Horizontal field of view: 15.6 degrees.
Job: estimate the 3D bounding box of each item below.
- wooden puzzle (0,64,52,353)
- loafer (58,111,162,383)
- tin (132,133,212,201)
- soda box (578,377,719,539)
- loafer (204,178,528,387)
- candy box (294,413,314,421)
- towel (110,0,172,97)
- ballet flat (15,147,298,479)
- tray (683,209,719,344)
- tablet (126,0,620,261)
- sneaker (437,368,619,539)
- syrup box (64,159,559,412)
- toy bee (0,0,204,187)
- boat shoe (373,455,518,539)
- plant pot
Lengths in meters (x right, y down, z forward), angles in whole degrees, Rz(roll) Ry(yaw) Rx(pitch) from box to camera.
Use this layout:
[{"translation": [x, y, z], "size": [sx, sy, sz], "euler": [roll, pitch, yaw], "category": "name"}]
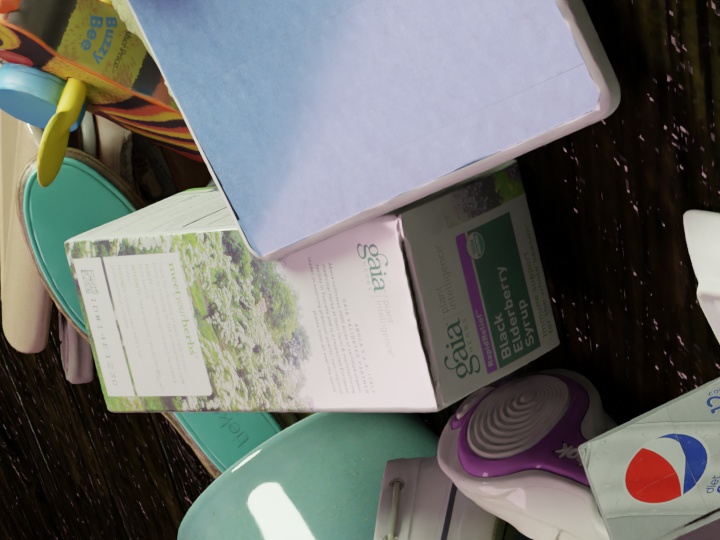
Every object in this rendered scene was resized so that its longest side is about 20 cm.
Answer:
[{"translation": [-0.175, -0.086, 1.397], "size": [0.185, 0.037, 0.201], "euler": [105, 157, -53], "category": "wooden puzzle"}, {"translation": [-0.126, -0.017, 1.389], "size": [0.201, 0.062, 0.072], "euler": [101, 162, -49], "category": "loafer"}, {"translation": [-0.119, -0.070, 1.420], "size": [0.112, 0.042, 0.200], "euler": [51, 163, 1], "category": "tin"}, {"translation": [0.147, 0.138, 0.955], "size": [0.068, 0.063, 0.201], "euler": [-108, -9, -54], "category": "soda box"}, {"translation": [0.000, 0.000, 1.158], "size": [0.200, 0.070, 0.068], "euler": [39, 157, 44], "category": "loafer"}, {"translation": [-0.027, 0.067, 1.386], "size": [0.117, 0.056, 0.201], "euler": [38, 157, 45], "category": "candy box"}, {"translation": [-0.060, -0.133, 1.108], "size": [0.149, 0.036, 0.200], "euler": [57, 155, 14], "category": "towel"}, {"translation": [-0.098, 0.021, 1.304], "size": [0.200, 0.068, 0.072], "euler": [49, -171, -8], "category": "ballet flat"}, {"translation": [0.169, 0.037, 0.844], "size": [0.108, 0.022, 0.200], "euler": [62, 162, -16], "category": "tray"}, {"translation": [-0.003, -0.086, 0.949], "size": [0.199, 0.014, 0.131], "euler": [-22, 96, 46], "category": "tablet"}, {"translation": [0.099, 0.106, 1.073], "size": [0.200, 0.075, 0.100], "euler": [31, 150, 55], "category": "sneaker"}, {"translation": [-0.022, 0.009, 1.076], "size": [0.199, 0.081, 0.079], "euler": [-4, 105, 43], "category": "syrup box"}, {"translation": [-0.146, -0.105, 1.227], "size": [0.109, 0.199, 0.132], "euler": [139, 130, -72], "category": "toy bee"}, {"translation": [0.020, 0.165, 1.115], "size": [0.066, 0.201, 0.074], "euler": [3, 136, 16], "category": "boat shoe"}, {"translation": [0.012, 0.171, 1.248], "size": [0.188, 0.199, 0.200], "euler": [57, 164, 20], "category": "plant pot"}]
